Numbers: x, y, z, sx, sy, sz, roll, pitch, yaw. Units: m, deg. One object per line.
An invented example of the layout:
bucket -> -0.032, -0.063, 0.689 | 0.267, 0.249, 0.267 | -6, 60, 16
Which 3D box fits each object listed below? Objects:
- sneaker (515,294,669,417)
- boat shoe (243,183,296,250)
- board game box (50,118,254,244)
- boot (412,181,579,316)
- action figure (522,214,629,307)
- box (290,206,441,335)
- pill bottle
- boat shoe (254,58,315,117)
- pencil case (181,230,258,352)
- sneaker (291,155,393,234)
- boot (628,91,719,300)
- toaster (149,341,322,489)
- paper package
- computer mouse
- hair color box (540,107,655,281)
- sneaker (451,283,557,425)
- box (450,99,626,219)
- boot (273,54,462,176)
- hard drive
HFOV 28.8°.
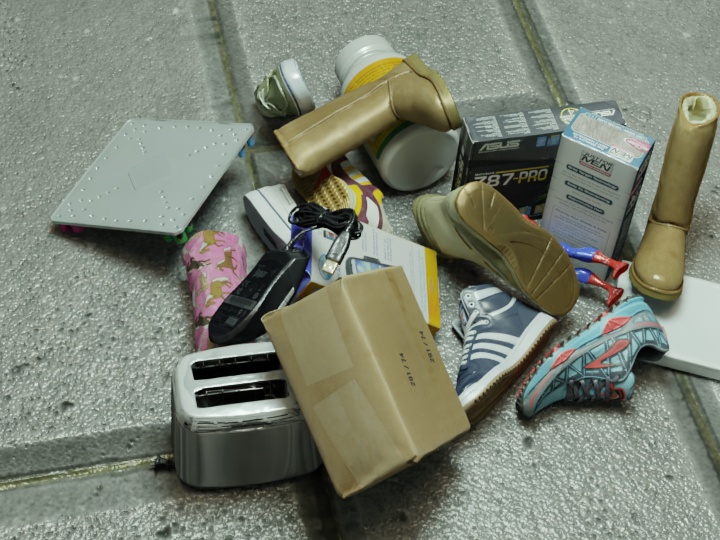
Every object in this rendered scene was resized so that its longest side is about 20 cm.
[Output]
sneaker -> 0.267, 0.113, 1.580 | 0.199, 0.079, 0.096 | -35, 74, -12
boat shoe -> -0.070, -0.037, 1.688 | 0.065, 0.074, 0.200 | -25, 57, -18
board game box -> -0.252, -0.113, 1.726 | 0.198, 0.026, 0.201 | 6, 47, 29
boot -> 0.158, -0.023, 1.669 | 0.200, 0.155, 0.073 | 41, 74, -16
action figure -> 0.225, -0.022, 1.695 | 0.199, 0.066, 0.052 | 28, 46, 31
box -> 0.000, 0.000, 1.632 | 0.199, 0.042, 0.120 | 20, 46, -22
pill bottle -> 0.041, -0.210, 1.814 | 0.112, 0.113, 0.201 | -16, 53, -17
boat shoe -> -0.100, -0.222, 1.792 | 0.062, 0.200, 0.072 | -25, 93, -5
pencil case -> -0.156, 0.046, 1.603 | 0.082, 0.087, 0.201 | 11, 45, -29
sneaker -> -0.022, -0.098, 1.753 | 0.090, 0.075, 0.201 | 27, 23, -31
boot -> 0.372, -0.089, 1.656 | 0.066, 0.201, 0.176 | 12, 31, 4
toaster -> -0.129, 0.153, 1.490 | 0.198, 0.130, 0.114 | -5, 50, -8
paper package -> 0.011, 0.110, 1.452 | 0.103, 0.190, 0.201 | -27, 83, 21
computer mouse -> -0.071, 0.013, 1.503 | 0.140, 0.046, 0.201 | 5, 54, 52
hair color box -> 0.278, -0.088, 1.673 | 0.099, 0.201, 0.061 | 26, 53, 16
sneaker -> 0.130, 0.091, 1.598 | 0.108, 0.070, 0.200 | 35, 49, 17
box -> 0.216, -0.130, 1.731 | 0.198, 0.162, 0.049 | -8, 51, -11
boot -> 0.009, -0.169, 1.669 | 0.199, 0.066, 0.175 | -29, 27, -3
hard drive -> 0.398, 0.064, 1.670 | 0.198, 0.027, 0.133 | 14, 51, 8
